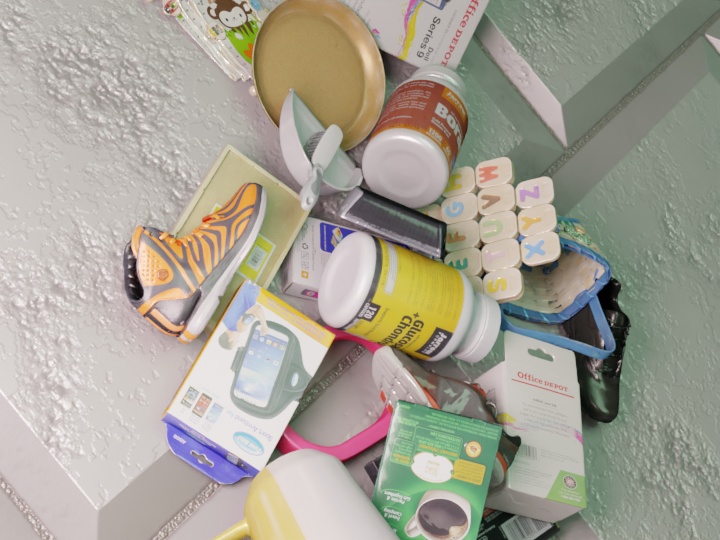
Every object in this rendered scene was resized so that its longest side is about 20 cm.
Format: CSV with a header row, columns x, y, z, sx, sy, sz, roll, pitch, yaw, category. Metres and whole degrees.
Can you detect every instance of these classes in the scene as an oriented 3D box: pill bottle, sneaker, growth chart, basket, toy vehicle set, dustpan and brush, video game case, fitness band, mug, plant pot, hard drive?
x,y,z,sx,sy,sz,roll,pitch,yaw,category
0.059,0.038,1.510,0.198,0.112,0.113,21,54,-26,pill bottle
-0.179,-0.033,1.403,0.112,0.077,0.201,34,60,-15,sneaker
-0.164,-0.310,1.665,0.200,0.018,0.145,42,47,-9,growth chart
0.228,0.015,1.671,0.175,0.139,0.202,16,47,-28,basket
0.098,0.152,1.485,0.200,0.077,0.082,45,55,6,sneaker
-0.148,-0.029,1.481,0.124,0.026,0.201,36,60,-13,toy vehicle set
-0.052,-0.124,1.554,0.140,0.057,0.201,48,38,-22,dustpan and brush
0.077,-0.177,1.685,0.112,0.112,0.201,37,39,-12,pill bottle
0.310,0.097,1.715,0.075,0.091,0.202,14,58,-33,sneaker
0.120,0.264,1.527,0.199,0.025,0.182,-23,79,-41,video game case
-0.028,0.138,1.487,0.199,0.037,0.145,-26,81,-41,fitness band
-0.058,0.267,1.318,0.185,0.150,0.154,-2,50,-41,mug
-0.056,-0.245,1.661,0.198,0.027,0.203,4,83,-34,plant pot
0.040,-0.058,1.542,0.134,0.200,0.043,22,94,0,hard drive

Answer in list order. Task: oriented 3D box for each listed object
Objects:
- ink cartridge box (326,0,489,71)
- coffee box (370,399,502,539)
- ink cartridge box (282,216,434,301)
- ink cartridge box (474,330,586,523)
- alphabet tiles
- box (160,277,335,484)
x,y,z,sx,sy,sz,roll,pitch,yaw,category
0.058,-0.361,1.756,0.198,0.146,0.088,22,14,-26,ink cartridge box
0.070,0.248,1.402,0.121,0.044,0.203,13,84,2,coffee box
0.000,0.000,1.583,0.198,0.037,0.096,13,57,-24,ink cartridge box
0.199,0.184,1.564,0.116,0.067,0.202,18,57,-24,ink cartridge box
0.148,-0.046,1.632,0.015,0.193,0.202,49,34,-53,alphabet tiles
-0.122,0.121,1.398,0.118,0.041,0.201,32,61,-8,box
